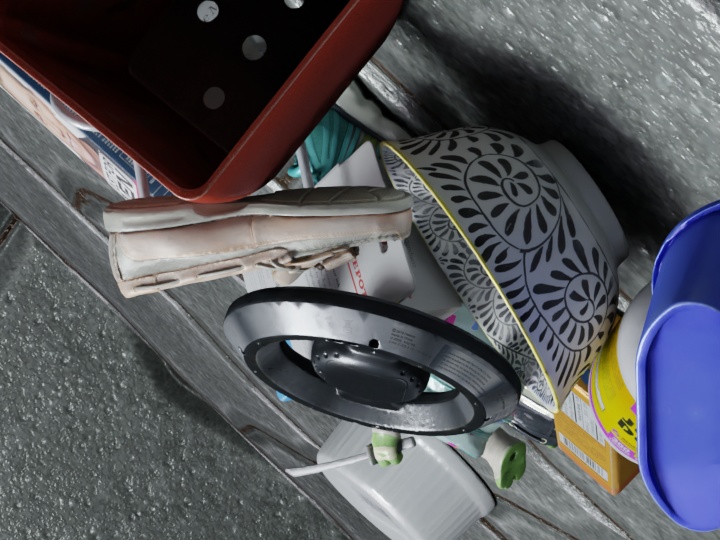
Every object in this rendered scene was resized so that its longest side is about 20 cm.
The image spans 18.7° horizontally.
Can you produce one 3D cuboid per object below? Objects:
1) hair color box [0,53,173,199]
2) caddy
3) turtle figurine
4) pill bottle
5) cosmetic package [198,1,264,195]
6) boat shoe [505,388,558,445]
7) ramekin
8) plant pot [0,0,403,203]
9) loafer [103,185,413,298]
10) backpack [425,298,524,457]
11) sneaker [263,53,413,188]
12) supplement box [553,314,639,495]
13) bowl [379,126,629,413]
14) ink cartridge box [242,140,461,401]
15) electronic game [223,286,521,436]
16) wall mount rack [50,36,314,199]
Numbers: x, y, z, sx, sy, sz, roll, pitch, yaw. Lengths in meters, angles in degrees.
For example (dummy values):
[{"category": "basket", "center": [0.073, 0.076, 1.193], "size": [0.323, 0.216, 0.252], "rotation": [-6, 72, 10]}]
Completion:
[{"category": "hair color box", "center": [-0.187, -0.112, 1.597], "size": [0.200, 0.061, 0.100], "rotation": [42, 168, 9]}, {"category": "caddy", "center": [0.221, 0.052, 1.162], "size": [0.141, 0.105, 0.200], "rotation": [7, 129, 17]}, {"category": "turtle figurine", "center": [0.074, 0.124, 1.887], "size": [0.194, 0.200, 0.144], "rotation": [30, -162, 30]}, {"category": "pill bottle", "center": [0.202, 0.057, 1.333], "size": [0.104, 0.104, 0.200], "rotation": [40, 168, 8]}, {"category": "cosmetic package", "center": [-0.108, -0.147, 1.612], "size": [0.071, 0.101, 0.200], "rotation": [34, 166, 33]}, {"category": "boat shoe", "center": [0.097, 0.076, 1.781], "size": [0.200, 0.075, 0.062], "rotation": [33, 134, 21]}, {"category": "ramekin", "center": [0.045, 0.234, 2.449], "size": [0.200, 0.098, 0.200], "rotation": [40, 167, 11]}, {"category": "plant pot", "center": [-0.088, -0.157, 1.333], "size": [0.200, 0.200, 0.176], "rotation": [39, 180, 16]}, {"category": "loafer", "center": [-0.062, -0.017, 1.366], "size": [0.200, 0.063, 0.072], "rotation": [-2, -169, 14]}, {"category": "backpack", "center": [0.056, 0.051, 1.634], "size": [0.167, 0.127, 0.200], "rotation": [24, -175, -32]}, {"category": "sneaker", "center": [-0.012, -0.083, 1.582], "size": [0.200, 0.080, 0.078], "rotation": [43, 168, -9]}, {"category": "supplement box", "center": [0.186, 0.098, 1.620], "size": [0.069, 0.067, 0.200], "rotation": [41, 168, 19]}, {"category": "bowl", "center": [0.104, -0.020, 1.354], "size": [0.201, 0.094, 0.201], "rotation": [57, 175, 7]}, {"category": "ink cartridge box", "center": [0.000, 0.000, 1.510], "size": [0.200, 0.067, 0.116], "rotation": [-40, 61, 52]}, {"category": "electronic game", "center": [0.007, 0.059, 1.426], "size": [0.200, 0.042, 0.200], "rotation": [14, 159, 6]}, {"category": "wall mount rack", "center": [-0.103, -0.083, 1.458], "size": [0.075, 0.200, 0.174], "rotation": [102, 149, -44]}]
